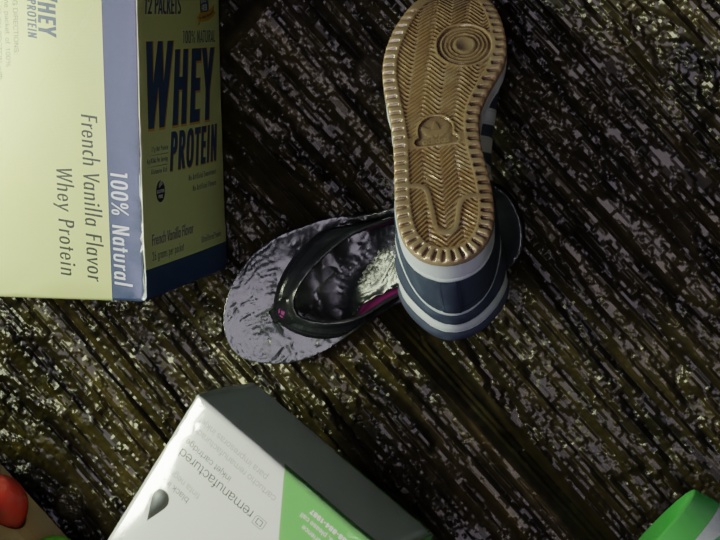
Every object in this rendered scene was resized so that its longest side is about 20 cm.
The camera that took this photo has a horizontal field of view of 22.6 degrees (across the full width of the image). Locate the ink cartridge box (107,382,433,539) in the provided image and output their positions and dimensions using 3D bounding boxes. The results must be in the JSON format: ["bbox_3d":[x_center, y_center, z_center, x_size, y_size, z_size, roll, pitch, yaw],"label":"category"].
[{"bbox_3d":[-0.076,0.191,1.047,0.146,0.084,0.201,37,104,18],"label":"ink cartridge box"}]

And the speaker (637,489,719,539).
[{"bbox_3d":[0.237,0.220,1.019,0.200,0.088,0.089,44,107,6],"label":"speaker"}]

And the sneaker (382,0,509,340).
[{"bbox_3d":[0.051,-0.057,1.026,0.069,0.109,0.202,-1,55,7],"label":"sneaker"}]

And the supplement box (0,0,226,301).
[{"bbox_3d":[-0.196,-0.091,1.070,0.197,0.134,0.203,1,98,16],"label":"supplement box"}]

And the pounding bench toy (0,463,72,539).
[{"bbox_3d":[-0.231,0.240,1.133,0.200,0.124,0.156,46,106,5],"label":"pounding bench toy"}]

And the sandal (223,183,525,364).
[{"bbox_3d":[0.000,-0.001,1.072,0.199,0.048,0.076,-23,91,17],"label":"sandal"}]
